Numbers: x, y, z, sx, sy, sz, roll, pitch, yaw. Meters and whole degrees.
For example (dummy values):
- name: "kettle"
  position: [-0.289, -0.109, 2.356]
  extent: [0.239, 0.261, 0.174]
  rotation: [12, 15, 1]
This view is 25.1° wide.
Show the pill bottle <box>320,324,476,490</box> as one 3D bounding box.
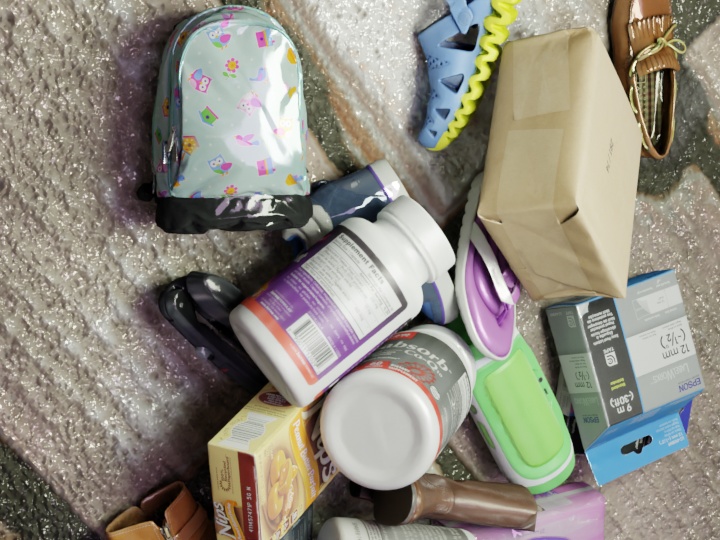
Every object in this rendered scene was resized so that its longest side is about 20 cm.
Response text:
- name: "pill bottle"
  position: [0.043, 0.124, 1.553]
  extent: [0.114, 0.200, 0.117]
  rotation: [4, 105, 16]

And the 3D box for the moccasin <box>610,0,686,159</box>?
- name: "moccasin"
  position: [0.303, -0.218, 1.693]
  extent: [0.073, 0.078, 0.204]
  rotation: [-4, 105, -27]

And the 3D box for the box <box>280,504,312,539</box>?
- name: "box"
  position: [-0.095, 0.338, 1.584]
  extent: [0.050, 0.158, 0.202]
  rotation: [5, 104, 16]

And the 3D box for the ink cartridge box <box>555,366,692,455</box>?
- name: "ink cartridge box"
  position: [0.304, 0.158, 1.818]
  extent: [0.198, 0.037, 0.096]
  rotation: [3, 101, -31]

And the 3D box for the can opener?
- name: "can opener"
  position: [-0.121, 0.073, 1.549]
  extent: [0.064, 0.078, 0.200]
  rotation: [-54, 130, -20]

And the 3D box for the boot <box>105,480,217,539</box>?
- name: "boot"
  position: [-0.207, 0.313, 1.550]
  extent: [0.199, 0.076, 0.156]
  rotation: [-36, 121, -21]

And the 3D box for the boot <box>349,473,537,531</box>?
- name: "boot"
  position: [0.105, 0.234, 1.624]
  extent: [0.198, 0.186, 0.065]
  rotation: [15, 91, -16]

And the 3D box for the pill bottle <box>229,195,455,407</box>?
- name: "pill bottle"
  position: [-0.013, 0.023, 1.484]
  extent: [0.199, 0.111, 0.112]
  rotation: [-38, 117, -12]

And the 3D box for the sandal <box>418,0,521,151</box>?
- name: "sandal"
  position: [0.095, -0.217, 1.594]
  extent: [0.086, 0.079, 0.202]
  rotation: [21, 100, 4]

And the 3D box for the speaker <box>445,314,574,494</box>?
- name: "speaker"
  position: [0.156, 0.137, 1.702]
  extent: [0.088, 0.088, 0.201]
  rotation: [-36, 117, -16]

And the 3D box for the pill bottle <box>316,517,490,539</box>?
- name: "pill bottle"
  position: [0.057, 0.312, 1.615]
  extent: [0.198, 0.114, 0.115]
  rotation: [8, 99, -18]

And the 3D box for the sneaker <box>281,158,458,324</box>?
- name: "sneaker"
  position: [0.000, 0.000, 1.594]
  extent: [0.146, 0.081, 0.201]
  rotation: [-31, 122, -6]

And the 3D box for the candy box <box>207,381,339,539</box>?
- name: "candy box"
  position: [-0.069, 0.167, 1.535]
  extent: [0.200, 0.055, 0.117]
  rotation: [-43, 138, -52]

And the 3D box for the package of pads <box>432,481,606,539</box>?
- name: "package of pads"
  position: [0.176, 0.312, 1.762]
  extent: [0.198, 0.076, 0.122]
  rotation: [-10, 106, -26]

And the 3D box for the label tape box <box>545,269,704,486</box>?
- name: "label tape box"
  position: [0.296, 0.115, 1.747]
  extent: [0.142, 0.066, 0.202]
  rotation: [-17, 91, -29]

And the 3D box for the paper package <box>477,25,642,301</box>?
- name: "paper package"
  position: [0.201, -0.098, 1.582]
  extent: [0.191, 0.102, 0.202]
  rotation: [50, 43, -52]

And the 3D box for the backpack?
- name: "backpack"
  position: [-0.113, -0.137, 1.459]
  extent: [0.165, 0.126, 0.203]
  rotation: [-3, 98, -19]

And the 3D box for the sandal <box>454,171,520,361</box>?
- name: "sandal"
  position: [0.136, -0.012, 1.621]
  extent: [0.082, 0.050, 0.205]
  rotation: [19, 62, -38]
